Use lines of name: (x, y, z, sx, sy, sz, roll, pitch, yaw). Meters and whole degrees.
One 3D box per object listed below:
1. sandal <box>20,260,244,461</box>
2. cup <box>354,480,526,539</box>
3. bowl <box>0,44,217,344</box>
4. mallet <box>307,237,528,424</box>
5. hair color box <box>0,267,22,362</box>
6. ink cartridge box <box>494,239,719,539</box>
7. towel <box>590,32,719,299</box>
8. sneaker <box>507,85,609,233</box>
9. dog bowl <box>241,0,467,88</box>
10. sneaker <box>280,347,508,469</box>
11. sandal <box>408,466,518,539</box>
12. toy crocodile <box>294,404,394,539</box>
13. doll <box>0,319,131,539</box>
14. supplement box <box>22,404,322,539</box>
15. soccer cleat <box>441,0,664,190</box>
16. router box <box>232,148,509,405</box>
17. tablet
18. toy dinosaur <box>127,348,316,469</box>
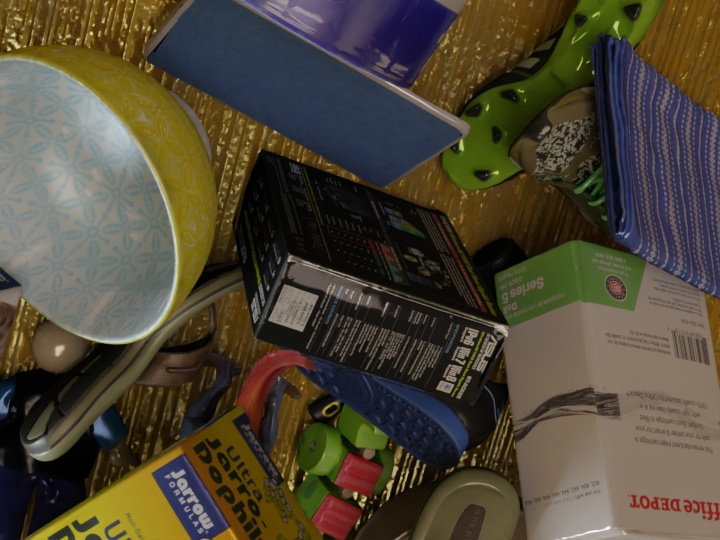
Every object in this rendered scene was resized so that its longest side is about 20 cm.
sandal: (-0.145, 0.062, 0.993, 0.201, 0.080, 0.057, -44, 110, -17)
cup: (0.067, 0.235, 1.073, 0.200, 0.143, 0.201, -3, 107, -10)
bowl: (-0.161, -0.064, 0.942, 0.108, 0.200, 0.201, -40, 118, -44)
mallet: (0.054, 0.061, 1.077, 0.200, 0.041, 0.066, -41, 108, 7)
hair color box: (-0.316, 0.053, 0.910, 0.060, 0.200, 0.100, 35, 119, 24)
ink cartridge box: (0.180, 0.095, 1.009, 0.145, 0.084, 0.201, 13, 64, -40)
towel: (0.213, -0.066, 0.983, 0.200, 0.024, 0.145, 21, 63, -52)
sneaker: (0.175, -0.059, 0.987, 0.077, 0.089, 0.200, -47, 145, 13)
dog bowl: (-0.033, -0.196, 0.891, 0.200, 0.200, 0.079, 28, 101, -18)
sneaker: (0.014, 0.055, 1.029, 0.200, 0.078, 0.070, 41, 140, 13)
sandal: (0.052, 0.227, 0.953, 0.080, 0.057, 0.201, 11, 105, -14)
toy crocodile: (-0.028, 0.179, 1.073, 0.067, 0.062, 0.200, 25, 101, -31)
doll: (-0.233, 0.129, 1.029, 0.136, 0.048, 0.200, 13, 104, -10)
supplement box: (-0.144, 0.192, 0.942, 0.200, 0.110, 0.109, -33, 89, 17)
soccer cleat: (0.139, -0.130, 1.018, 0.200, 0.081, 0.068, -46, 76, 23)
router box: (0.000, 0.000, 0.957, 0.150, 0.200, 0.062, 18, 110, -16)
tablet: (-0.038, -0.121, 0.961, 0.200, 0.130, 0.014, 27, 65, -18)
toy dinosaur: (-0.121, 0.147, 1.011, 0.105, 0.200, 0.182, 23, 69, -2)
